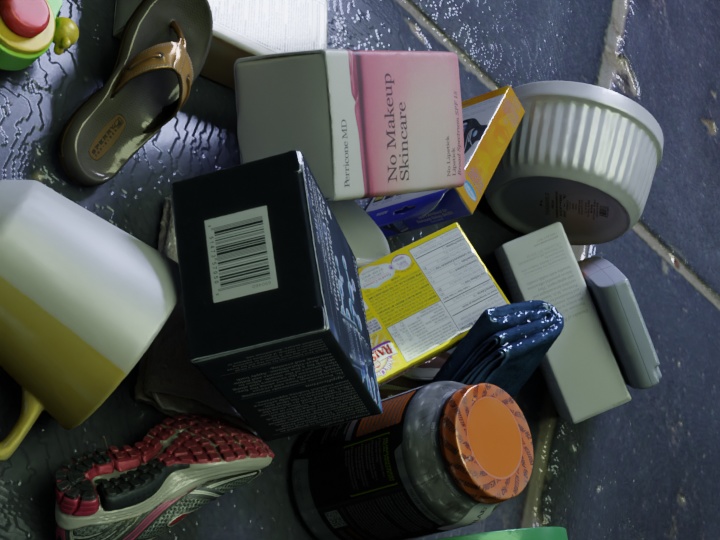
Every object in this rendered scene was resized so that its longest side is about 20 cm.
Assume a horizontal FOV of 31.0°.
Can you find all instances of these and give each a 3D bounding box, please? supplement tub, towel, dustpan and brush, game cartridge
[{"bbox_3d":[0.044,0.167,1.117,0.122,0.199,0.124,19,61,-38],"label":"supplement tub"},{"bbox_3d":[-0.125,0.040,1.127,0.132,0.034,0.202,25,57,-36],"label":"towel"},{"bbox_3d":[0.000,0.000,1.231,0.199,0.057,0.140,36,28,3],"label":"dustpan and brush"},{"bbox_3d":[0.108,0.113,1.210,0.111,0.201,0.049,-11,52,-45],"label":"towel"},{"bbox_3d":[0.270,0.052,1.419,0.200,0.041,0.134,-131,-164,-86],"label":"game cartridge"}]

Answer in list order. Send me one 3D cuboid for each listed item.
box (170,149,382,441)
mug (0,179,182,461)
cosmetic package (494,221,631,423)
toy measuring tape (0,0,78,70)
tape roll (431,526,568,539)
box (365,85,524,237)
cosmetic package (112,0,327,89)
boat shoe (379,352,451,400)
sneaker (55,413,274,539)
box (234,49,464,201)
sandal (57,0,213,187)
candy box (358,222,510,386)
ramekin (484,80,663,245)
[{"bbox_3d":[-0.062,0.027,1.016,0.200,0.106,0.150,63,15,-64],"label":"box"},{"bbox_3d":[-0.237,0.025,0.951,0.153,0.149,0.187,39,42,-15],"label":"mug"},{"bbox_3d":[0.215,0.056,1.395,0.101,0.071,0.202,59,10,-88],"label":"cosmetic package"},{"bbox_3d":[-0.311,-0.203,1.025,0.199,0.073,0.074,11,65,-41],"label":"toy measuring tape"},{"bbox_3d":[0.082,0.260,1.114,0.199,0.200,0.049,7,68,-42],"label":"tape roll"},{"bbox_3d":[0.084,-0.105,1.332,0.042,0.118,0.201,52,45,-26],"label":"box"},{"bbox_3d":[-0.127,-0.238,1.217,0.199,0.071,0.106,21,60,-37],"label":"cosmetic package"},{"bbox_3d":[0.042,0.108,1.250,0.201,0.074,0.075,17,96,-46],"label":"boat shoe"},{"bbox_3d":[-0.155,0.168,1.017,0.199,0.080,0.075,-13,120,-42],"label":"sneaker"},{"bbox_3d":[-0.005,-0.130,1.172,0.199,0.108,0.129,-11,99,-51],"label":"box"},{"bbox_3d":[-0.181,-0.156,1.095,0.082,0.054,0.201,49,66,-36],"label":"sandal"},{"bbox_3d":[0.034,0.038,1.167,0.199,0.026,0.103,-25,76,-26],"label":"candy box"},{"bbox_3d":[0.227,-0.110,1.427,0.199,0.199,0.106,30,62,-32],"label":"ramekin"}]
